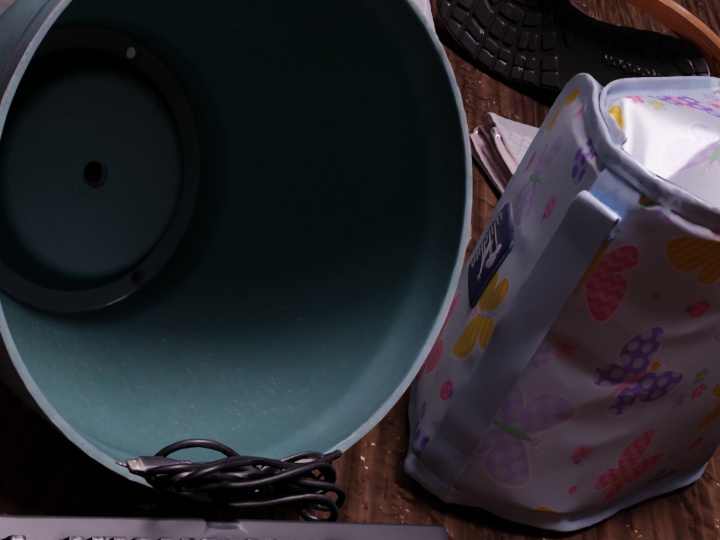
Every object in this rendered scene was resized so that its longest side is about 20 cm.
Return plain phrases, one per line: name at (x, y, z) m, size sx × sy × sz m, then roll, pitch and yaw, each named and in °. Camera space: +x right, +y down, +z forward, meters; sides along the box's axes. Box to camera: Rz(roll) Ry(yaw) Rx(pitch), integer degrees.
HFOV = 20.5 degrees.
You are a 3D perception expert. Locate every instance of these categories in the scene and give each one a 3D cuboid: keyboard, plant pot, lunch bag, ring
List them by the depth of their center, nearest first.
keyboard at (-0.037, 0.096, 0.643) m, size 0.199 × 0.040 × 0.105 m, roll 7°, pitch 50°, yaw -41°
plant pot at (-0.076, -0.031, 0.739) m, size 0.199 × 0.202 × 0.134 m, roll 10°, pitch 2°, yaw -36°
lunch bag at (0.109, 0.009, 0.854) m, size 0.127 × 0.170 × 0.199 m, roll 39°, pitch 26°, yaw 22°
ring at (0.179, -0.175, 1.387) m, size 0.199 × 0.019 × 0.200 m, roll 29°, pitch -9°, yaw 5°

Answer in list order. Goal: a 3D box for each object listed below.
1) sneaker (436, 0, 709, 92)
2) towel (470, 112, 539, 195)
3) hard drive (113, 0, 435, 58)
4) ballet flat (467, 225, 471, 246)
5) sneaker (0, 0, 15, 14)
sneaker at (0.143, -0.146, 1.376) m, size 0.199 × 0.076 × 0.088 m, roll 28°, pitch -2°, yaw 10°
towel at (0.176, -0.019, 1.167) m, size 0.198 × 0.032 × 0.191 m, roll 13°, pitch 27°, yaw -29°
hard drive at (-0.028, -0.082, 0.885) m, size 0.130 × 0.027 × 0.200 m, roll 3°, pitch -14°, yaw 7°
ballet flat at (0.000, 0.000, 0.888) m, size 0.067 × 0.064 × 0.200 m, roll 31°, pitch 23°, yaw 8°
sneaker at (-0.182, -0.106, 0.898) m, size 0.199 × 0.071 × 0.098 m, roll 26°, pitch 20°, yaw -7°
